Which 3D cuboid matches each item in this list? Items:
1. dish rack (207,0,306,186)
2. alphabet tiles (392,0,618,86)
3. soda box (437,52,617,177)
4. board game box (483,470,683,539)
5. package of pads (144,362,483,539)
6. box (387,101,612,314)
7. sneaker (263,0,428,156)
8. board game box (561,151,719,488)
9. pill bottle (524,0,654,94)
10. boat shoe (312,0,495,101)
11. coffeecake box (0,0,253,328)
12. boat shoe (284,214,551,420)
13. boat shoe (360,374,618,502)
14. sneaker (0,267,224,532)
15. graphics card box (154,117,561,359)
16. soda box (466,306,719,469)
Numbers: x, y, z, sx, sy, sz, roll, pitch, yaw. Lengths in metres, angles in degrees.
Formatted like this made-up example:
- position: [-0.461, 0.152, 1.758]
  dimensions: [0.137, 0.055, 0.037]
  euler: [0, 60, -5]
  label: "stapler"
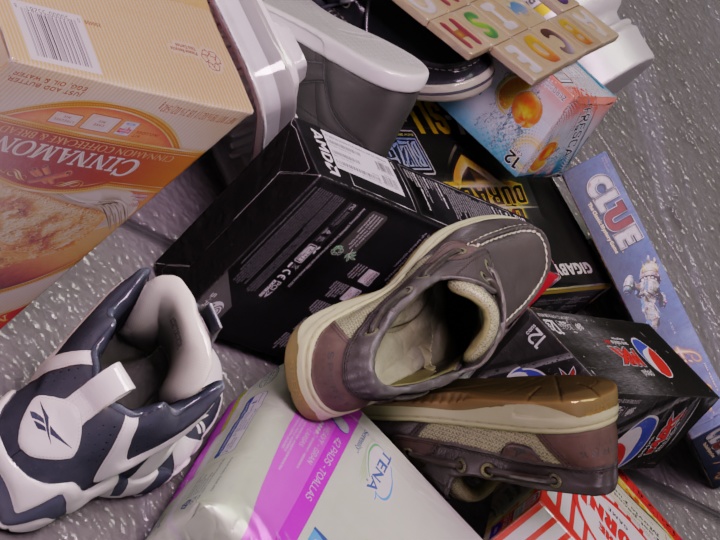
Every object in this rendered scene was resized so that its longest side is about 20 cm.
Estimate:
- position: [-0.082, -0.144, 1.489]
  dimensions: [0.043, 0.172, 0.201]
  euler: [-21, 72, -14]
  label: "dish rack"
- position: [0.065, -0.179, 1.645]
  dimensions: [0.167, 0.008, 0.200]
  euler: [40, 25, 9]
  label: "alphabet tiles"
- position: [0.065, -0.146, 1.680]
  dimensions: [0.200, 0.068, 0.063]
  euler: [46, 24, 23]
  label: "soda box"
- position: [0.139, 0.168, 1.519]
  dimensions: [0.152, 0.046, 0.200]
  euler: [48, 14, -7]
  label: "board game box"
- position: [-0.006, 0.157, 1.358]
  dimensions: [0.200, 0.068, 0.155]
  euler: [47, 32, -11]
  label: "package of pads"
- position: [0.059, -0.042, 1.676]
  dimensions: [0.200, 0.049, 0.160]
  euler: [-3, 58, -55]
  label: "box"
- position: [-0.054, -0.114, 1.585]
  dimensions: [0.200, 0.100, 0.071]
  euler: [32, 23, 31]
  label: "sneaker"
- position: [0.198, 0.034, 1.745]
  dimensions: [0.201, 0.034, 0.136]
  euler: [66, 5, 22]
  label: "board game box"
- position: [0.111, -0.203, 1.852]
  dimensions: [0.200, 0.114, 0.114]
  euler: [56, 30, 5]
  label: "pill bottle"
- position: [-0.001, -0.168, 1.633]
  dimensions: [0.200, 0.062, 0.075]
  euler: [36, 49, 25]
  label: "boat shoe"
- position: [-0.175, -0.055, 1.215]
  dimensions: [0.153, 0.200, 0.073]
  euler: [8, 51, -50]
  label: "coffeecake box"
- position: [0.045, 0.026, 1.385]
  dimensions: [0.201, 0.066, 0.072]
  euler: [-28, 112, -44]
  label: "boat shoe"
- position: [0.054, 0.092, 1.414]
  dimensions: [0.073, 0.199, 0.065]
  euler: [-11, 96, -42]
  label: "boat shoe"
- position: [-0.096, 0.049, 1.284]
  dimensions: [0.199, 0.129, 0.080]
  euler: [-14, 70, -58]
  label: "sneaker"
- position: [0.000, 0.000, 1.471]
  dimensions: [0.200, 0.125, 0.051]
  euler: [20, 36, -43]
  label: "graphics card box"
- position: [0.136, 0.071, 1.529]
  dimensions: [0.071, 0.063, 0.200]
  euler: [48, 17, 21]
  label: "soda box"
